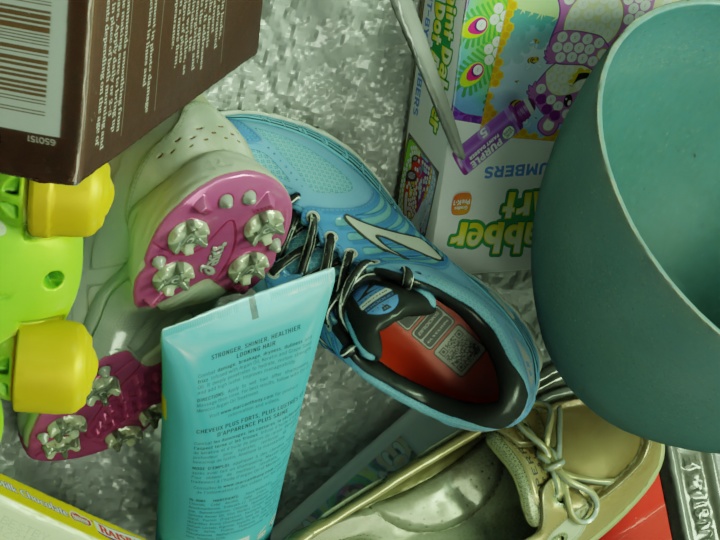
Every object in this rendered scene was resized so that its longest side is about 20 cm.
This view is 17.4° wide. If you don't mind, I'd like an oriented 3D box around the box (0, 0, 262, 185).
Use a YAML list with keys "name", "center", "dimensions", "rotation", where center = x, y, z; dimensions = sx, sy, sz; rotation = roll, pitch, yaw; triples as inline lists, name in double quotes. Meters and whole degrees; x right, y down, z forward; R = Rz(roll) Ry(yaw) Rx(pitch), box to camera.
- name: "box"
  center: [-0.095, -0.110, 0.870]
  dimensions: [0.075, 0.200, 0.100]
  rotation: [12, 111, 14]

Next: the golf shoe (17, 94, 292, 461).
- name: "golf shoe"
  center: [-0.096, 0.002, 0.985]
  dimensions: [0.075, 0.092, 0.200]
  rotation: [-2, 142, -39]

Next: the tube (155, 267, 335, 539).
- name: "tube"
  center: [-0.057, 0.073, 1.005]
  dimensions: [0.077, 0.050, 0.200]
  rotation: [-25, 150, -26]

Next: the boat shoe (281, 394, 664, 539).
- name: "boat shoe"
  center: [0.050, 0.107, 1.068]
  dimensions: [0.201, 0.073, 0.063]
  rotation: [-20, 164, -10]

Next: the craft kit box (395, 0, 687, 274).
- name: "craft kit box"
  center: [0.118, -0.100, 1.085]
  dimensions: [0.200, 0.049, 0.198]
  rotation: [-5, 117, -27]

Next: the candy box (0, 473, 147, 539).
- name: "candy box"
  center: [-0.181, 0.181, 1.030]
  dimensions: [0.102, 0.026, 0.200]
  rotation: [31, 107, -33]

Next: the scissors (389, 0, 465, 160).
- name: "scissors"
  center: [0.011, -0.140, 0.997]
  dimensions: [0.014, 0.073, 0.200]
  rotation: [-15, 129, 21]

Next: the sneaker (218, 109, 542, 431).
- name: "sneaker"
  center: [0.000, 0.000, 1.006]
  dimensions: [0.200, 0.090, 0.078]
  rotation: [34, 95, -7]

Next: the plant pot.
- name: "plant pot"
  center: [0.153, 0.001, 1.029]
  dimensions: [0.200, 0.200, 0.135]
  rotation: [3, 148, -30]

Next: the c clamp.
- name: "c clamp"
  center: [0.106, 0.136, 1.141]
  dimensions: [0.171, 0.027, 0.200]
  rotation: [-1, 78, -15]

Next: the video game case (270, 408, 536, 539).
- name: "video game case"
  center: [0.020, 0.187, 1.095]
  dimensions: [0.200, 0.182, 0.024]
  rotation: [-41, 168, -8]

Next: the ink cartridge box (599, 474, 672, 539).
- name: "ink cartridge box"
  center: [0.131, 0.184, 1.217]
  dimensions: [0.161, 0.050, 0.200]
  rotation: [-33, 126, -13]

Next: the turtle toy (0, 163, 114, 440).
- name: "turtle toy"
  center: [-0.174, 0.007, 0.931]
  dimensions: [0.146, 0.101, 0.200]
  rotation: [5, 114, -6]
